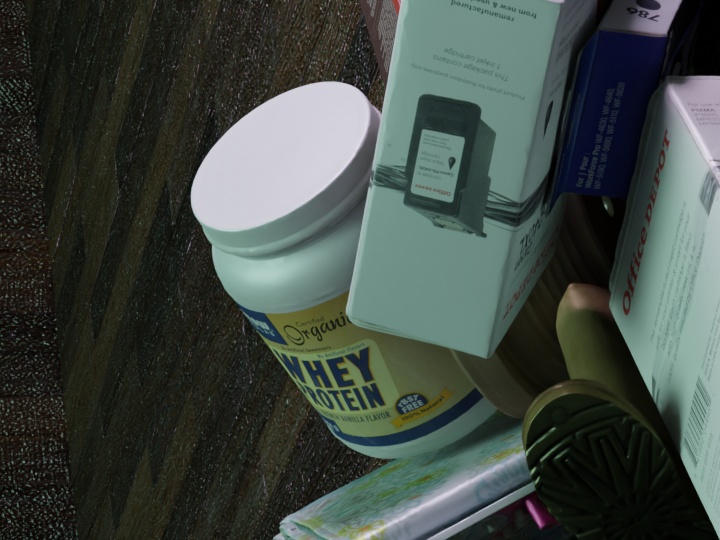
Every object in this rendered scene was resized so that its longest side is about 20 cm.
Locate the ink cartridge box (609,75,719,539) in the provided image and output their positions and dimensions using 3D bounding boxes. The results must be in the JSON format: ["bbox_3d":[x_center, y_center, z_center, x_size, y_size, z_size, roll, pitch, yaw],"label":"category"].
[{"bbox_3d":[0.196,0.017,1.399,0.200,0.084,0.146,-112,26,-51],"label":"ink cartridge box"}]

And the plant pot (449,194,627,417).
[{"bbox_3d":[0.102,-0.023,1.654,0.201,0.092,0.202,49,-150,-42],"label":"plant pot"}]

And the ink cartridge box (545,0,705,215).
[{"bbox_3d":[0.145,-0.109,1.495,0.200,0.039,0.100,-57,-19,-54],"label":"ink cartridge box"}]

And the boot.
[{"bbox_3d":[0.128,0.071,1.502,0.175,0.066,0.200,51,-164,-31],"label":"boot"}]

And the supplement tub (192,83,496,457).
[{"bbox_3d":[0.000,0.000,1.730,0.200,0.144,0.145,54,-174,-33],"label":"supplement tub"}]

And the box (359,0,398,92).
[{"bbox_3d":[0.068,-0.140,1.843,0.201,0.100,0.075,-104,19,-44],"label":"box"}]

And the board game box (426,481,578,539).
[{"bbox_3d":[0.047,0.194,1.675,0.026,0.199,0.200,60,175,20],"label":"board game box"}]

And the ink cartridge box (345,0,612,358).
[{"bbox_3d":[0.065,-0.077,1.460,0.145,0.083,0.201,-53,-24,-60],"label":"ink cartridge box"}]

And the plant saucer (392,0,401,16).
[{"bbox_3d":[0.040,-0.232,1.597,0.200,0.036,0.201,-107,23,-52],"label":"plant saucer"}]

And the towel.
[{"bbox_3d":[0.053,0.139,1.737,0.048,0.199,0.171,65,167,-7],"label":"towel"}]
